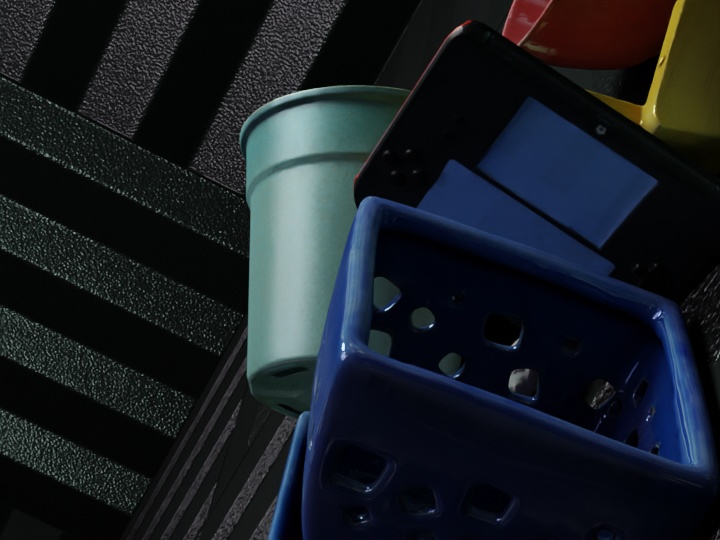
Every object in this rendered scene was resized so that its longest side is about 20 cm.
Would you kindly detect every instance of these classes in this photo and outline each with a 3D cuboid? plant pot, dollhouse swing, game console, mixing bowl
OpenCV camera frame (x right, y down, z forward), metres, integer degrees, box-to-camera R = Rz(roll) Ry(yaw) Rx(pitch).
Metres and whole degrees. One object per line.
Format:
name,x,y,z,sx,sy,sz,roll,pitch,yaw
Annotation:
plant pot,0.057,0.100,0.898,0.200,0.200,0.180,-80,11,-64
dollhouse swing,0.135,-0.102,1.097,0.200,0.176,0.182,-54,12,54
game console,0.105,-0.038,0.993,0.031,0.200,0.177,-59,3,-39
plant pot,0.000,0.000,1.212,0.200,0.200,0.197,132,148,-62
mixing bowl,0.204,-0.234,1.313,0.200,0.108,0.200,-62,9,17

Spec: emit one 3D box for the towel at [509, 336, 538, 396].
towel,0.070,0.111,1.138,0.200,0.032,0.191,-48,-4,-38

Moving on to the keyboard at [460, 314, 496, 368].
keyboard,0.087,0.034,1.313,0.200,0.040,0.104,-59,-5,-41
